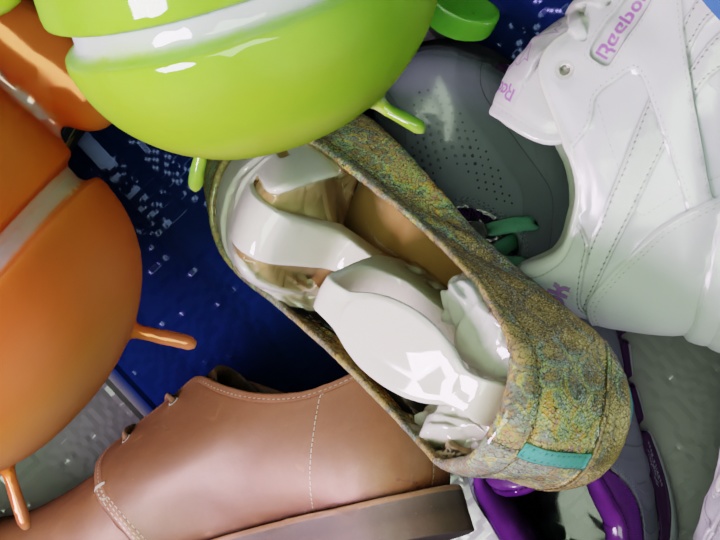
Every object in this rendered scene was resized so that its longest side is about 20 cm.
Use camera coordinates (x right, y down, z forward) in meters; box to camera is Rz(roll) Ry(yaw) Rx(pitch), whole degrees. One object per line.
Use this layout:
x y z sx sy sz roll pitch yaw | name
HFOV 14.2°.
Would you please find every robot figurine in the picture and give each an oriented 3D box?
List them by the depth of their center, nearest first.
-0.047 -0.121 0.824 0.175 0.116 0.201 -11 109 25 | robot figurine
-0.150 -0.015 0.879 0.200 0.144 0.117 42 138 -5 | robot figurine

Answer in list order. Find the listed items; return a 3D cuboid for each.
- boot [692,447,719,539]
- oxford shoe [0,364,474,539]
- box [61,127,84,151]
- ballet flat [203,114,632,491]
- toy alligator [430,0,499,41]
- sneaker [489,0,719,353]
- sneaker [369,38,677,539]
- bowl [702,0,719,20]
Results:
0.143 0.070 0.929 0.073 0.096 0.200 13 138 -20 | boot
-0.059 0.071 0.961 0.199 0.071 0.072 -14 82 22 | oxford shoe
-0.169 -0.071 0.954 0.157 0.051 0.200 33 106 1 | box
0.000 0.000 0.886 0.200 0.071 0.071 40 109 36 | ballet flat
-0.030 -0.147 0.918 0.200 0.059 0.054 35 63 3 | toy alligator
0.093 -0.078 0.883 0.099 0.075 0.201 8 90 2 | sneaker
0.054 0.024 0.921 0.074 0.088 0.201 -20 99 13 | sneaker
0.150 -0.150 0.828 0.039 0.200 0.201 5 107 48 | bowl
